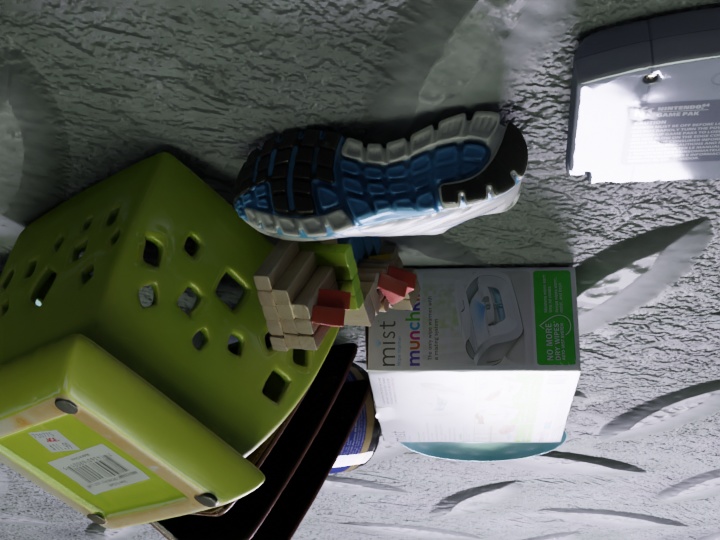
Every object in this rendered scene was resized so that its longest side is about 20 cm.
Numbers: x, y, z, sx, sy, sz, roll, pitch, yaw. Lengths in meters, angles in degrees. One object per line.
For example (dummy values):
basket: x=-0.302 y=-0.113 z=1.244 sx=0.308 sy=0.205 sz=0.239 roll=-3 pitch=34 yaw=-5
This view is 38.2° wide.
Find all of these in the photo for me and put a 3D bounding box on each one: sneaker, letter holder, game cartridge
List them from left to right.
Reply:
letter holder: x=-0.065 y=0.137 z=0.838 sx=0.141 sy=0.201 sz=0.101 roll=-14 pitch=127 yaw=49
sneaker: x=0.014 y=-0.048 z=0.687 sx=0.196 sy=0.076 sz=0.087 roll=-3 pitch=162 yaw=13
game cartridge: x=0.221 y=-0.100 z=0.603 sx=0.196 sy=0.041 sz=0.134 roll=-2 pitch=158 yaw=7

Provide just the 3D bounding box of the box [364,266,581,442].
box: x=0.097 y=0.083 z=0.920 sx=0.173 sy=0.098 sz=0.201 roll=-1 pitch=155 yaw=6

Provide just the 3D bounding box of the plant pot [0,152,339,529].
plant pot: x=-0.159 y=0.068 z=0.749 sx=0.198 sy=0.183 sz=0.199 roll=-21 pitch=128 yaw=39

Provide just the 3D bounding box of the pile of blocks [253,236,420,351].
pile of blocks: x=0.000 y=0.000 z=0.736 sx=0.061 sy=0.084 sz=0.199 roll=3 pitch=-170 yaw=24

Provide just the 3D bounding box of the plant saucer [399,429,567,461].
plant saucer: x=0.141 y=0.183 z=1.209 sx=0.196 sy=0.028 sz=0.201 roll=2 pitch=155 yaw=1

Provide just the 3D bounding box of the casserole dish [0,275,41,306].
casserole dish: x=-0.298 y=0.074 z=0.910 sx=0.120 sy=0.039 sz=0.200 roll=34 pitch=116 yaw=-20

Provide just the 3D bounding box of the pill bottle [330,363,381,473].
pill bottle: x=-0.084 y=0.143 z=0.988 sx=0.198 sy=0.114 sz=0.111 roll=2 pitch=160 yaw=-40

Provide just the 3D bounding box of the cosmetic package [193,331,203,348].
cosmetic package: x=-0.248 y=0.092 z=1.015 sx=0.196 sy=0.052 sz=0.151 roll=4 pitch=152 yaw=-3
